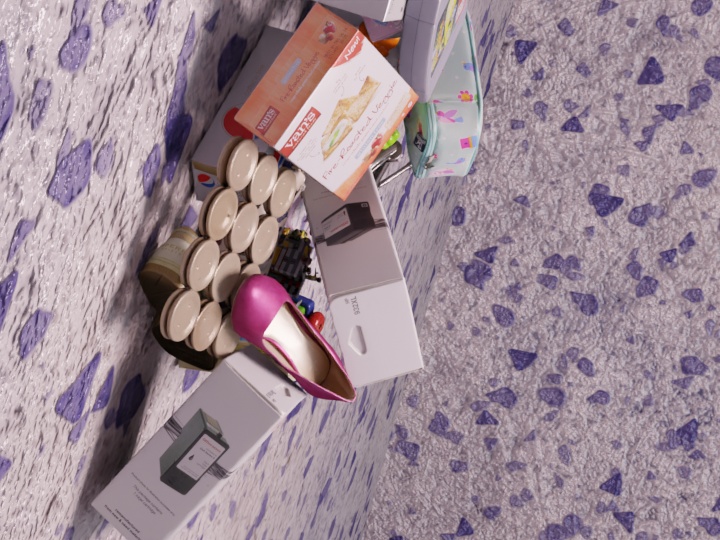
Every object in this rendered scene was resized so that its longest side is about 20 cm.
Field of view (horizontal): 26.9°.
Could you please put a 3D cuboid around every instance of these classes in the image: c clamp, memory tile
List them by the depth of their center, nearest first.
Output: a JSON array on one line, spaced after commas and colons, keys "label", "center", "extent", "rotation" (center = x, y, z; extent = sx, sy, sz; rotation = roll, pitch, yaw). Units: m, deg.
[{"label": "memory tile", "center": [-0.124, -0.019, 1.431], "extent": [0.201, 0.017, 0.153], "rotation": [-69, 158, -4]}, {"label": "c clamp", "center": [0.004, -0.106, 1.777], "extent": [0.171, 0.027, 0.200], "rotation": [-39, 175, -11]}]

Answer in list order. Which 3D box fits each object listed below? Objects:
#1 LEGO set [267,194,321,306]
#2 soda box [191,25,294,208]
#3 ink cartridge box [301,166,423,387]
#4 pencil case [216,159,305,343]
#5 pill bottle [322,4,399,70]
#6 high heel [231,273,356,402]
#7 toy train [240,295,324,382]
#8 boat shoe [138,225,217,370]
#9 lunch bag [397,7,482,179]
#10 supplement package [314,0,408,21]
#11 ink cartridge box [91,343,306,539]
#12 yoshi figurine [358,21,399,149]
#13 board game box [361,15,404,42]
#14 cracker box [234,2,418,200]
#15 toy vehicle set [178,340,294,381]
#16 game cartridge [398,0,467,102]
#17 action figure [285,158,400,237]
[{"label": "LEGO set", "center": [-0.086, -0.022, 1.707], "extent": [0.200, 0.115, 0.154], "rotation": [95, 16, -53]}, {"label": "soda box", "center": [-0.101, -0.153, 1.528], "extent": [0.064, 0.068, 0.200], "rotation": [91, 20, -54]}, {"label": "ink cartridge box", "center": [0.000, 0.000, 1.609], "extent": [0.200, 0.083, 0.145], "rotation": [-105, -179, -46]}, {"label": "pencil case", "center": [-0.120, -0.030, 1.579], "extent": [0.078, 0.089, 0.201], "rotation": [45, 63, -88]}, {"label": "pill bottle", "center": [-0.011, -0.226, 1.773], "extent": [0.115, 0.114, 0.201], "rotation": [-62, 166, -47]}, {"label": "high heel", "center": [-0.063, 0.072, 1.492], "extent": [0.067, 0.096, 0.200], "rotation": [-52, 153, -19]}, {"label": "toy train", "center": [-0.121, 0.133, 1.940], "extent": [0.116, 0.084, 0.201], "rotation": [-35, 143, -58]}, {"label": "boat shoe", "center": [-0.169, 0.033, 1.487], "extent": [0.063, 0.073, 0.201], "rotation": [-62, 160, -26]}, {"label": "lunch bag", "center": [0.087, -0.210, 1.770], "extent": [0.160, 0.077, 0.201], "rotation": [114, -29, -69]}, {"label": "supplement package", "center": [-0.011, -0.352, 1.415], "extent": [0.111, 0.155, 0.201], "rotation": [-39, 147, -72]}, {"label": "ink cartridge box", "center": [-0.158, 0.176, 1.510], "extent": [0.200, 0.084, 0.146], "rotation": [-47, 178, 7]}, {"label": "yoshi figurine", "center": [-0.015, -0.173, 1.662], "extent": [0.200, 0.112, 0.113], "rotation": [-55, -149, 16]}, {"label": "board game box", "center": [0.014, -0.344, 1.589], "extent": [0.199, 0.043, 0.201], "rotation": [-39, 108, -73]}, {"label": "cracker box", "center": [-0.028, -0.158, 1.463], "extent": [0.134, 0.058, 0.200], "rotation": [-54, 157, 2]}, {"label": "toy vehicle set", "center": [-0.120, 0.102, 1.721], "extent": [0.200, 0.124, 0.027], "rotation": [6, 91, -80]}, {"label": "game cartridge", "center": [0.077, -0.263, 1.528], "extent": [0.200, 0.041, 0.133], "rotation": [93, 23, -63]}, {"label": "action figure", "center": [-0.037, -0.151, 1.926], "extent": [0.148, 0.134, 0.201], "rotation": [-10, 113, -30]}]
